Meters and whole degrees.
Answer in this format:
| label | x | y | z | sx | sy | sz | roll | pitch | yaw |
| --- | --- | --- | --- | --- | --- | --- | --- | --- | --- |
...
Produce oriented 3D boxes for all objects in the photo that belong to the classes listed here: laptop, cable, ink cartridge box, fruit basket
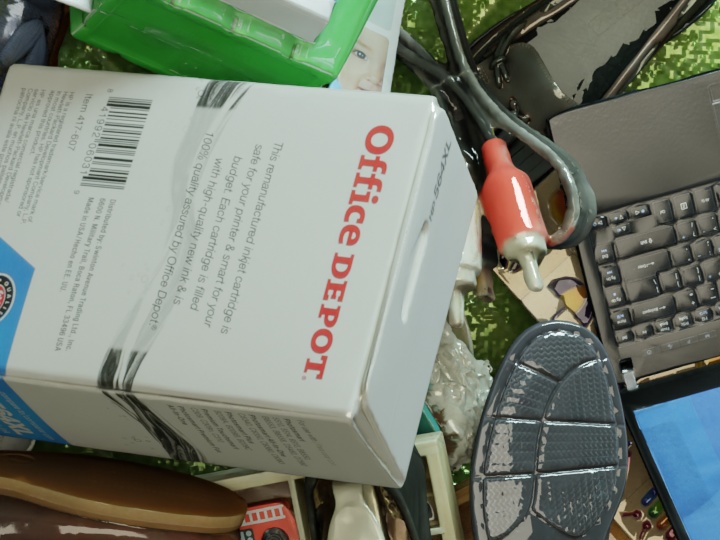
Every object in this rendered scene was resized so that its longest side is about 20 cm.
| label | x | y | z | sx | sy | sz | roll | pitch | yaw |
| --- | --- | --- | --- | --- | --- | --- | --- | --- | --- |
| laptop | 0.195 | 0.008 | 1.048 | 0.176 | 0.103 | 0.202 | -15 | 96 | -5 |
| cable | 0.043 | -0.071 | 1.069 | 0.097 | 0.050 | 0.201 | -20 | 71 | 24 |
| ink cartridge box | -0.065 | 0.001 | 1.002 | 0.199 | 0.084 | 0.147 | 7 | 66 | 20 |
| fruit basket | -0.048 | -0.179 | 1.055 | 0.184 | 0.094 | 0.201 | 23 | 69 | -22 |

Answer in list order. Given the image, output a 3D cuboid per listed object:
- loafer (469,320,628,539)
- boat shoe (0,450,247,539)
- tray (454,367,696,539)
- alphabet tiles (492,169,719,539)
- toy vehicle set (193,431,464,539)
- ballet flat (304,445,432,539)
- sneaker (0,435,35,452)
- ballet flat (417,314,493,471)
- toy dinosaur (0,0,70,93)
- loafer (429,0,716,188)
| label | x | y | z | sx | sy | sz | roll | pitch | yaw |
| --- | --- | --- | --- | --- | --- | --- | --- | --- | --- |
| loafer | 0.078 | 0.125 | 1.069 | 0.071 | 0.063 | 0.202 | 2 | 83 | -11 |
| boat shoe | -0.151 | 0.113 | 1.036 | 0.198 | 0.070 | 0.071 | 9 | 99 | -1 |
| tray | 0.087 | 0.134 | 1.115 | 0.199 | 0.037 | 0.099 | -27 | 91 | -3 |
| alphabet tiles | 0.153 | 0.031 | 1.101 | 0.167 | 0.008 | 0.200 | -42 | 91 | -3 |
| toy vehicle set | -0.048 | 0.152 | 1.080 | 0.198 | 0.027 | 0.125 | -12 | 95 | 10 |
| ballet flat | 0.007 | 0.162 | 1.024 | 0.067 | 0.068 | 0.202 | -12 | 95 | 12 |
| sneaker | -0.217 | 0.011 | 1.058 | 0.078 | 0.077 | 0.201 | -29 | 99 | 34 |
| ballet flat | 0.000 | 0.000 | 1.106 | 0.071 | 0.072 | 0.201 | -32 | 93 | -4 |
| toy dinosaur | -0.149 | -0.107 | 1.082 | 0.199 | 0.105 | 0.183 | -19 | 109 | -14 |
| loafer | 0.093 | -0.097 | 1.106 | 0.200 | 0.063 | 0.072 | -44 | 90 | -4 |
